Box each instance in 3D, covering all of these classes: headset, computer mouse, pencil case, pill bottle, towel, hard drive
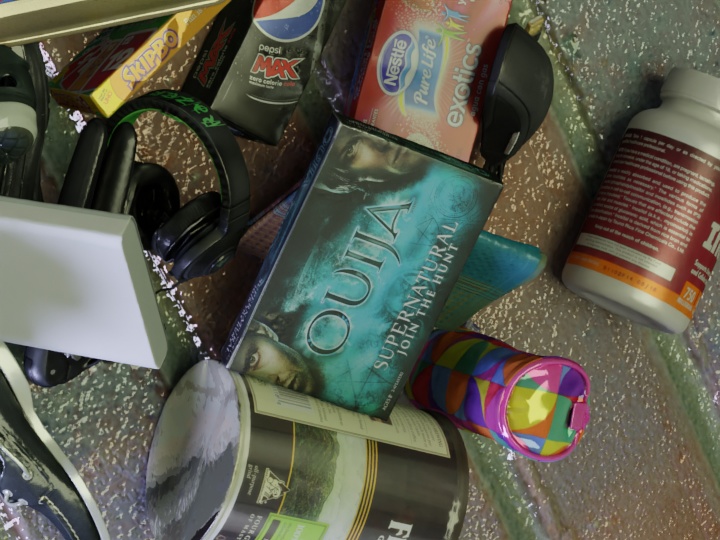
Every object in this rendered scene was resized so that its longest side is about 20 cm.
[{"bbox_3d":[-0.147,-0.029,1.499,0.094,0.123,0.201,-32,140,-47],"label":"headset"},{"bbox_3d":[0.127,-0.142,1.590,0.046,0.200,0.141,17,65,7],"label":"computer mouse"},{"bbox_3d":[0.106,0.092,1.618,0.088,0.200,0.089,-2,98,-19],"label":"pencil case"},{"bbox_3d":[0.252,-0.058,1.712,0.113,0.113,0.201,26,86,-29],"label":"pill bottle"},{"bbox_3d":[0.021,-0.016,1.576,0.200,0.147,0.022,22,59,-23],"label":"towel"},{"bbox_3d":[-0.235,0.001,1.403,0.132,0.199,0.027,80,25,-47],"label":"hard drive"}]

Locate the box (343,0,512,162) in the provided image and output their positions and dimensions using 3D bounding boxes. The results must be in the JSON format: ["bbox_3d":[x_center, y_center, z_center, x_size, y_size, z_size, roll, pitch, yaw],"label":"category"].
[{"bbox_3d":[0.045,-0.146,1.580,0.095,0.100,0.201,15,92,-6],"label":"box"}]

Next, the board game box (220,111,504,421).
[{"bbox_3d":[0.000,0.000,1.500,0.135,0.028,0.200,19,107,-21],"label":"board game box"}]

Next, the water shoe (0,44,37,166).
[{"bbox_3d":[-0.313,-0.101,1.410,0.199,0.072,0.079,-7,66,5],"label":"water shoe"}]

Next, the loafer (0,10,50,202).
[{"bbox_3d":[-0.259,-0.086,1.454,0.070,0.068,0.201,-11,108,-46],"label":"loafer"}]

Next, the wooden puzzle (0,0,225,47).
[{"bbox_3d":[-0.186,-0.258,1.390,0.185,0.046,0.201,-13,109,-10],"label":"wooden puzzle"}]

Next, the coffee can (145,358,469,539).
[{"bbox_3d":[-0.040,0.157,1.574,0.199,0.146,0.147,15,91,-29],"label":"coffee can"}]

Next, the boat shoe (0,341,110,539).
[{"bbox_3d":[-0.248,0.131,1.503,0.060,0.076,0.200,-34,101,-20],"label":"boat shoe"}]

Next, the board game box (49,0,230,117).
[{"bbox_3d":[-0.132,-0.187,1.493,0.200,0.095,0.030,-43,115,-15],"label":"board game box"}]

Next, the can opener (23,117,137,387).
[{"bbox_3d":[-0.201,-0.012,1.472,0.063,0.079,0.201,-10,121,-52],"label":"can opener"}]

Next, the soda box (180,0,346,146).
[{"bbox_3d":[-0.057,-0.196,1.546,0.063,0.071,0.200,27,86,-28],"label":"soda box"}]
